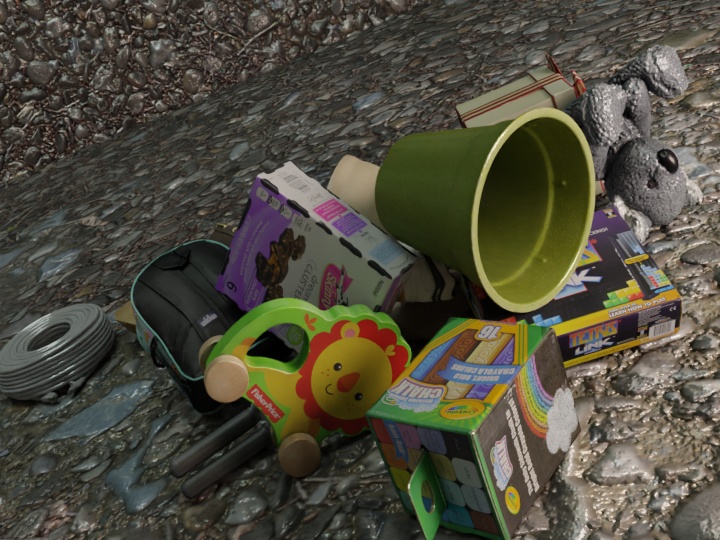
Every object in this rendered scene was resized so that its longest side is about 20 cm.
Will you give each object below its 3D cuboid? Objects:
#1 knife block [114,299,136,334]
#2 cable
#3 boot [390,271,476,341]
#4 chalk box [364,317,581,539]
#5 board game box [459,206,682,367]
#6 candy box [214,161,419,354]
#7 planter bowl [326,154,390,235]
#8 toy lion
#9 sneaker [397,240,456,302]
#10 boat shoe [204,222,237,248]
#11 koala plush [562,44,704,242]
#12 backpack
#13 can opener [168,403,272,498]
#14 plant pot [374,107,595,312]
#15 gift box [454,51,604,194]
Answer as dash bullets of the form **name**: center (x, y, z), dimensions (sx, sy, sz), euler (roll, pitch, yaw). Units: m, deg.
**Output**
- **knife block**: center (-0.272, 0.028, 1.368), dimensions (0.197, 0.064, 0.178), euler (5, 61, 47)
- **cable**: center (-0.493, 0.129, 1.422), dimensions (0.196, 0.070, 0.201), euler (-9, 28, 28)
- **boot**: center (0.102, 0.065, 1.057), dimensions (0.197, 0.071, 0.147), euler (-29, 31, -3)
- **chalk box**: center (0.095, 0.153, 0.808), dimensions (0.122, 0.127, 0.199), euler (3, 33, 43)
- **board game box**: center (0.223, 0.023, 0.972), dimensions (0.195, 0.057, 0.167), euler (-17, 43, -4)
- **candy box**: center (-0.054, 0.004, 1.028), dimensions (0.198, 0.170, 0.071), euler (36, 33, 14)
- **planter bowl**: center (0.022, -0.044, 1.225), dimensions (0.132, 0.204, 0.201), euler (15, 34, 10)
- **toy lion**: center (-0.045, 0.106, 0.947), dimensions (0.191, 0.201, 0.069), euler (-41, 26, 1)
- **sneaker**: center (0.087, -0.041, 1.092), dimensions (0.085, 0.076, 0.204), euler (5, 54, 4)
- **boat shoe**: center (-0.146, -0.032, 1.217), dimensions (0.197, 0.071, 0.061), euler (6, 71, 46)
- **koala plush**: center (0.347, -0.143, 1.136), dimensions (0.176, 0.202, 0.184), euler (-33, -2, -24)
- **backpack**: center (-0.199, 0.068, 1.149), dimensions (0.175, 0.155, 0.200), euler (-36, 67, -25)
- **can opener**: center (-0.130, 0.191, 1.034), dimensions (0.198, 0.054, 0.067), euler (-33, -6, -21)
- **plant pot**: center (0.116, -0.077, 0.948), dimensions (0.199, 0.204, 0.188), euler (-36, 33, -30)
- **gift box**: center (0.255, -0.201, 1.327), dimensions (0.183, 0.187, 0.201), euler (-20, 28, 8)
